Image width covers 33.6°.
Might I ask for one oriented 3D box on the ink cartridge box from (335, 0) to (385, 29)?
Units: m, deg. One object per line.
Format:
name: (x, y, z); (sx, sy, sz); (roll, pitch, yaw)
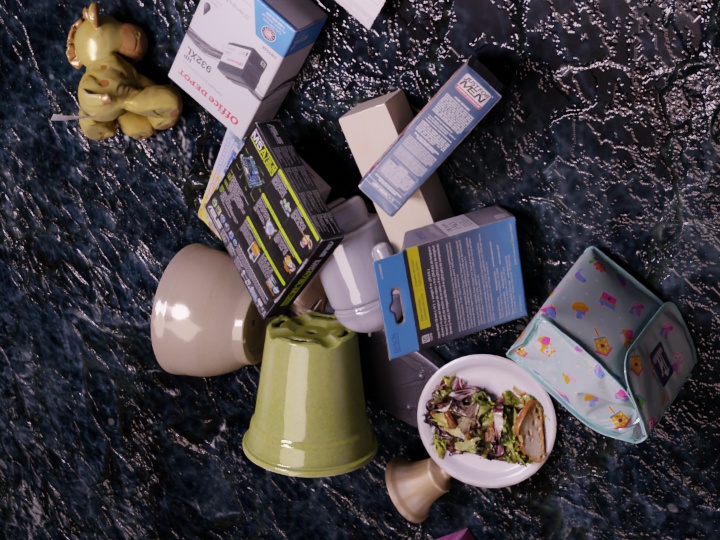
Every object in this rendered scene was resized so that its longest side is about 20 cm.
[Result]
ink cartridge box: (0.006, -0.424, 1.458); (0.161, 0.050, 0.200); (42, 135, 7)

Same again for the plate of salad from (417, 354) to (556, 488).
plate of salad: (0.175, 0.217, 1.674); (0.198, 0.048, 0.203); (4, 107, 14)

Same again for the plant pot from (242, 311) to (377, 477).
plant pot: (-0.071, 0.167, 1.711); (0.198, 0.200, 0.186); (12, 110, 28)

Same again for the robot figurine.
robot figurine: (0.000, 0.000, 1.642); (0.169, 0.112, 0.202); (2, 117, 60)

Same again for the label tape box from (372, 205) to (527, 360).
label tape box: (0.109, 0.014, 1.540); (0.063, 0.198, 0.146); (-133, 29, -62)

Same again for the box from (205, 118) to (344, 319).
box: (-0.123, -0.068, 1.630); (0.193, 0.047, 0.201); (-50, 62, 41)

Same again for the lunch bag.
lunch bag: (0.308, 0.096, 1.463); (0.199, 0.170, 0.122); (39, 138, 9)

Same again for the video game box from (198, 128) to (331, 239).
video game box: (-0.143, -0.098, 1.719); (0.182, 0.047, 0.201); (44, 132, 20)

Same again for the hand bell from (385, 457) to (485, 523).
hand bell: (0.144, 0.287, 1.759); (0.199, 0.104, 0.105); (-32, 96, 28)

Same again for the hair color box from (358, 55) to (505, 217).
hair color box: (0.088, -0.166, 1.461); (0.060, 0.100, 0.200); (42, 108, -5)

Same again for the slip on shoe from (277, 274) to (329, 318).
slip on shoe: (-0.078, 0.033, 1.762); (0.076, 0.061, 0.201); (37, 130, 10)

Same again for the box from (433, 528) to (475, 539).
box: (0.131, 0.528, 1.880); (0.199, 0.097, 0.177); (-32, 96, 40)

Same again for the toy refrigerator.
toy refrigerator: (0.053, -0.129, 1.578); (0.075, 0.070, 0.202); (-15, 108, 32)

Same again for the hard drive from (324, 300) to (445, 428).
hard drive: (0.028, 0.131, 1.758); (0.199, 0.042, 0.136); (32, 129, 16)

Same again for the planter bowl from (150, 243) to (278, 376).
planter bowl: (-0.204, 0.069, 1.784); (0.133, 0.200, 0.202); (10, 121, 22)

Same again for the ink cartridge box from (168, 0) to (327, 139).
ink cartridge box: (-0.155, -0.303, 1.607); (0.145, 0.084, 0.201); (41, 131, 7)

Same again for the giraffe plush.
giraffe plush: (-0.360, -0.291, 1.723); (0.172, 0.199, 0.164); (-18, 76, 43)
